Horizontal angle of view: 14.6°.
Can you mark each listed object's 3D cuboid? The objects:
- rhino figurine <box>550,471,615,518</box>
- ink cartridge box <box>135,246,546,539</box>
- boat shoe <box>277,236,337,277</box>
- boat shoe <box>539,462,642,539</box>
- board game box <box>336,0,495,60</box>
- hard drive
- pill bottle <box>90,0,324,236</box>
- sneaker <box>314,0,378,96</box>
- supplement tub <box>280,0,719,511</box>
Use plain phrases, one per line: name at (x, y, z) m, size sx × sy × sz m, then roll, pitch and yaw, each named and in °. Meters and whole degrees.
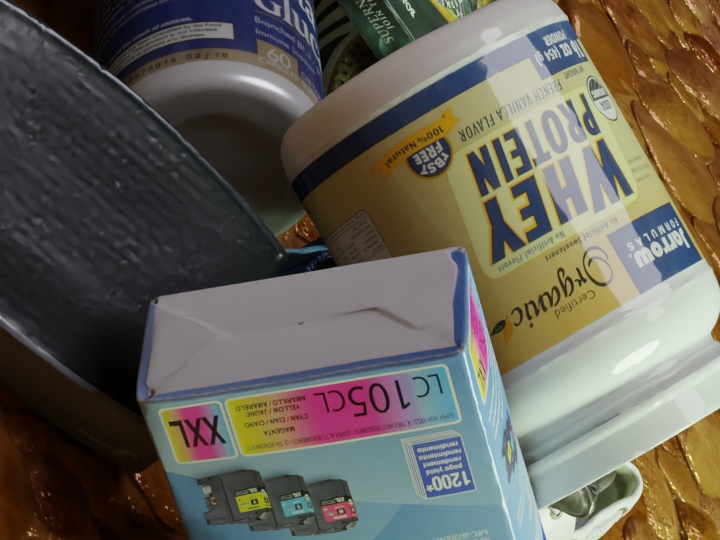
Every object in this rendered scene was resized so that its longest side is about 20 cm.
rhino figurine at (0.035, 0.083, 1.312) m, size 0.199 × 0.060 × 0.088 m, roll 7°, pitch 37°, yaw -26°
ink cartridge box at (0.001, 0.099, 1.158) m, size 0.076 × 0.136 × 0.200 m, roll -85°, pitch 162°, yaw -53°
boat shoe at (0.000, 0.000, 1.409) m, size 0.084 × 0.069 × 0.200 m, roll 49°, pitch 25°, yaw -11°
boat shoe at (0.076, 0.111, 1.400) m, size 0.200 × 0.069 × 0.071 m, roll -4°, pitch 64°, yaw -58°
board game box at (0.042, -0.144, 1.499) m, size 0.200 × 0.028 × 0.136 m, roll 53°, pitch 36°, yaw -34°
hard drive at (-0.126, -0.022, 1.167) m, size 0.200 × 0.042 × 0.135 m, roll 41°, pitch 68°, yaw -23°
pill bottle at (-0.076, -0.113, 1.370) m, size 0.111 × 0.111 × 0.200 m, roll 36°, pitch 30°, yaw -33°
sneaker at (-0.013, -0.126, 1.565) m, size 0.070 × 0.108 × 0.201 m, roll 37°, pitch 60°, yaw -37°
supplement tub at (0.070, -0.005, 1.241) m, size 0.200 × 0.144 × 0.144 m, roll 60°, pitch 25°, yaw 3°
